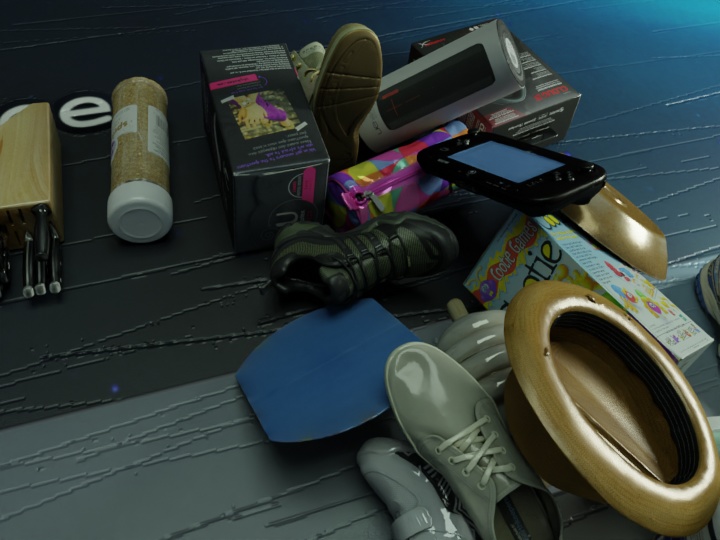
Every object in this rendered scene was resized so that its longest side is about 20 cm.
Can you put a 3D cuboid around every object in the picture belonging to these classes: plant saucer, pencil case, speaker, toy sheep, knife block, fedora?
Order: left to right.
[{"bbox_3d":[-0.340,-0.070,0.769,0.173,0.065,0.201,27,53,13],"label":"knife block"},{"bbox_3d":[0.049,-0.100,0.830,0.198,0.089,0.089,-29,60,-26],"label":"pencil case"},{"bbox_3d":[0.087,-0.211,0.860,0.197,0.081,0.082,-19,45,28],"label":"speaker"},{"bbox_3d":[0.114,0.105,0.653,0.135,0.139,0.202,-12,53,-16],"label":"toy sheep"},{"bbox_3d":[0.169,0.106,0.539,0.197,0.082,0.204,20,45,-21],"label":"fedora"},{"bbox_3d":[0.260,-0.070,0.793,0.198,0.036,0.201,31,23,-14],"label":"plant saucer"}]

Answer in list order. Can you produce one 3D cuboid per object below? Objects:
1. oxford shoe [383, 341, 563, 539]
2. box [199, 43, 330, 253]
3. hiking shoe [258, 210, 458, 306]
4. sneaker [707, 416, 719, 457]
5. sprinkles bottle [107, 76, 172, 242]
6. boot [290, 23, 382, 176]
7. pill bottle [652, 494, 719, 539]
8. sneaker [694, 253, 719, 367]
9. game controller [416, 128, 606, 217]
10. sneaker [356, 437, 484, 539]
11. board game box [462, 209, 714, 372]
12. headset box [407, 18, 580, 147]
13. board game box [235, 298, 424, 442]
[{"bbox_3d":[0.088,0.138,0.550,0.074,0.058,0.202,-31,77,-9],"label":"oxford shoe"},{"bbox_3d":[-0.110,-0.140,0.815,0.104,0.123,0.203,-9,54,-15],"label":"box"},{"bbox_3d":[0.000,0.000,0.732,0.195,0.077,0.102,-4,39,15],"label":"hiking shoe"},{"bbox_3d":[0.359,0.205,0.635,0.196,0.075,0.119,17,45,3],"label":"sneaker"},{"bbox_3d":[-0.247,-0.128,0.823,0.067,0.069,0.203,-5,52,-11],"label":"sprinkles bottle"},{"bbox_3d":[-0.037,-0.219,0.838,0.070,0.202,0.157,-5,51,-18],"label":"boot"},{"bbox_3d":[0.299,0.212,0.544,0.113,0.202,0.118,3,51,-4],"label":"pill bottle"},{"bbox_3d":[0.411,0.056,0.754,0.075,0.086,0.203,-3,53,-10],"label":"sneaker"},{"bbox_3d":[0.143,-0.101,0.729,0.102,0.043,0.199,-13,26,-29],"label":"game controller"},{"bbox_3d":[0.050,0.229,0.578,0.199,0.076,0.114,40,55,18],"label":"sneaker"},{"bbox_3d":[0.215,0.040,0.710,0.104,0.104,0.201,-6,47,-49],"label":"board game box"},{"bbox_3d":[0.171,-0.224,0.947,0.146,0.078,0.201,-22,56,-22],"label":"headset box"},{"bbox_3d":[-0.024,0.099,0.667,0.156,0.040,0.200,-27,27,-14],"label":"board game box"}]
